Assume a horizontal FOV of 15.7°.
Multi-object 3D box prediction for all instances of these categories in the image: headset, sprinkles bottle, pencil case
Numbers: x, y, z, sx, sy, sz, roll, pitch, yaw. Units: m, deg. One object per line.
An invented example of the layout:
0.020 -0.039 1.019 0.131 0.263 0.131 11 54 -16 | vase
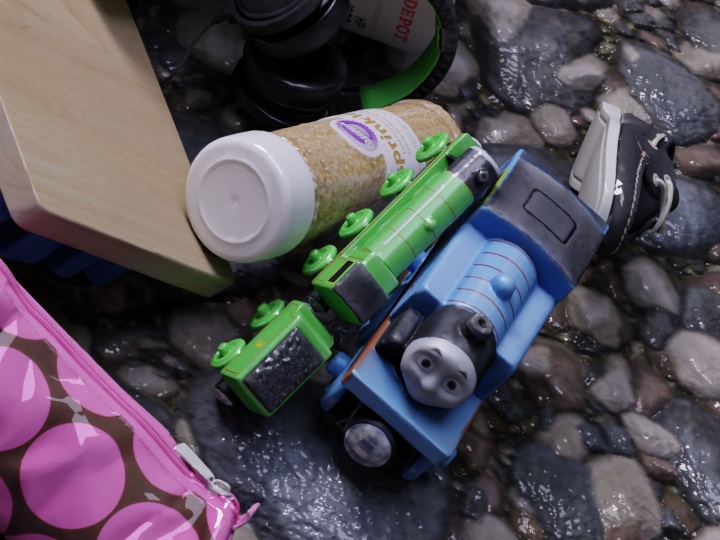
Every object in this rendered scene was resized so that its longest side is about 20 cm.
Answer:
-0.045 -0.145 1.528 0.199 0.124 0.094 -5 46 -6 | headset
-0.016 -0.052 1.445 0.068 0.068 0.200 43 28 17 | sprinkles bottle
-0.145 0.077 1.224 0.200 0.094 0.091 45 21 -10 | pencil case

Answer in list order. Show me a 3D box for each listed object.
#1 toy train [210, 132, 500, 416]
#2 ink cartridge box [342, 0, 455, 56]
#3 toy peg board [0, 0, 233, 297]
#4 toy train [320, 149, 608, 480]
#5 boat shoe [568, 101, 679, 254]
0.000 0.000 1.378 0.200 0.056 0.042 -45 110 -13 | toy train
-0.016 -0.249 1.578 0.200 0.147 0.145 20 66 1 | ink cartridge box
-0.182 -0.074 1.364 0.200 0.098 0.200 23 41 -62 | toy peg board
0.053 0.026 1.395 0.087 0.114 0.200 40 41 -3 | toy train
0.158 -0.049 1.535 0.060 0.074 0.200 21 13 -1 | boat shoe
